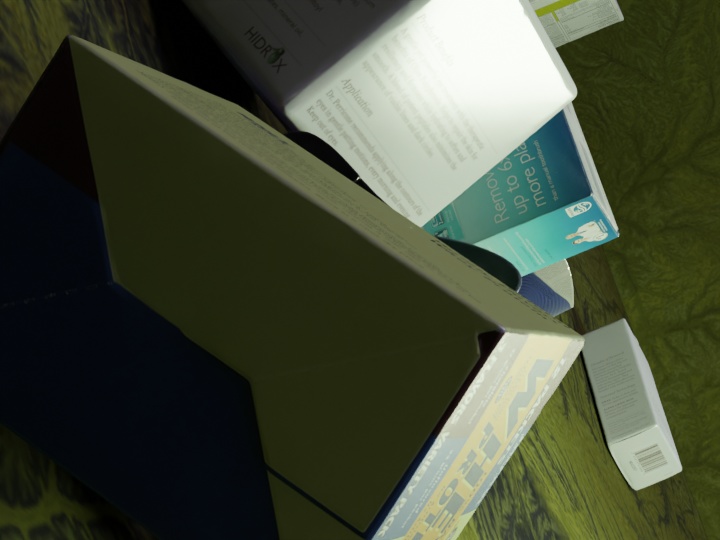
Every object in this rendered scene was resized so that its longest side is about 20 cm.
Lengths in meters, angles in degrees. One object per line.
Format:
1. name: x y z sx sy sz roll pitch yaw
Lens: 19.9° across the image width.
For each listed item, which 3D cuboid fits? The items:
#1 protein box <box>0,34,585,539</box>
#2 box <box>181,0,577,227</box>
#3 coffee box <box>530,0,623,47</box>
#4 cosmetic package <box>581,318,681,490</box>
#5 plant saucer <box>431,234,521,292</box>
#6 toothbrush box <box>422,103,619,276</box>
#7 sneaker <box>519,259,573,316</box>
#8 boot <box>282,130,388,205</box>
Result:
1. protein box: -0.039 0.027 0.821 0.199 0.135 0.200 34 6 13
2. box: 0.001 -0.167 1.350 0.200 0.171 0.199 51 1 35
3. coffee box: 0.252 -0.450 3.036 0.198 0.200 0.200 37 33 -68
4. cosmetic package: 0.342 0.169 2.615 0.200 0.074 0.102 -101 164 -49
5. plant saucer: -0.018 0.014 1.042 0.200 0.200 0.027 -69 159 -73
6. toothbrush box: 0.069 -0.062 1.511 0.085 0.200 0.146 44 27 -59
7. sneaker: 0.172 -0.047 2.232 0.199 0.081 0.115 62 15 -15
8. boot: 0.000 0.000 1.255 0.188 0.068 0.200 43 -5 -1
